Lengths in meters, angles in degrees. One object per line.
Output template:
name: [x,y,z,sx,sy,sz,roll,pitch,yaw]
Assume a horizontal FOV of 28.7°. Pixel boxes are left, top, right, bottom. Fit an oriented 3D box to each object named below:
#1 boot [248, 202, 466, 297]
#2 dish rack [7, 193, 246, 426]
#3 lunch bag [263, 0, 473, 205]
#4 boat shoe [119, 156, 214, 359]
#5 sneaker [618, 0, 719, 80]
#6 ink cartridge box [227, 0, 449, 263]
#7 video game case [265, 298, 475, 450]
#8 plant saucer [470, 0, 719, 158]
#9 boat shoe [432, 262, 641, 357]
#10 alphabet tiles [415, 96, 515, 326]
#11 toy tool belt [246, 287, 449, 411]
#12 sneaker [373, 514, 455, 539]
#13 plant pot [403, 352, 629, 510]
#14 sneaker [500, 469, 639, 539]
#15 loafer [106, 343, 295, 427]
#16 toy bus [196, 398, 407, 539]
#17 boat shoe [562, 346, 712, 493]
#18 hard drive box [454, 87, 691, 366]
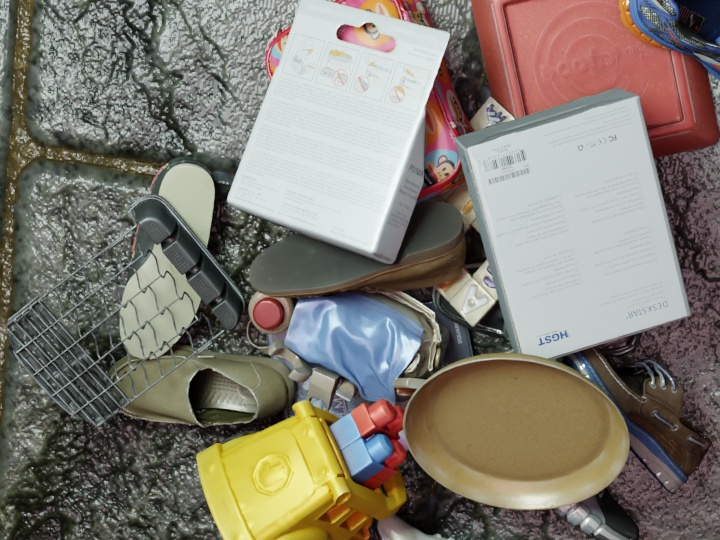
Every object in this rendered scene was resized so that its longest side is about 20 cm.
boot: [0.000,0.000,1.279,0.199,0.074,0.076,-12,143,4]
dish rack: [-0.224,0.045,1.331,0.200,0.055,0.154,-37,108,4]
lunch bag: [0.000,-0.147,1.304,0.175,0.082,0.201,-24,87,23]
boat shoe: [-0.187,-0.012,1.379,0.073,0.063,0.203,13,103,-14]
sneaker: [0.324,-0.204,1.227,0.199,0.078,0.076,15,92,-13]
ink cartridge box: [-0.012,-0.125,1.247,0.162,0.057,0.201,20,85,27]
video game case: [0.017,0.110,1.386,0.199,0.019,0.144,-10,98,10]
plant saucer: [0.213,-0.191,1.290,0.198,0.037,0.201,-12,97,11]
boat shoe: [0.165,0.037,1.318,0.199,0.068,0.072,14,98,5]
alphabet tiles: [0.091,-0.077,1.313,0.200,0.008,0.167,46,106,18]
toy tool belt: [-0.020,0.065,1.312,0.199,0.123,0.126,17,102,6]
sneaker: [0.105,0.289,1.386,0.200,0.070,0.093,42,86,2]
plant pot: [0.137,0.139,1.247,0.199,0.028,0.201,6,133,7]
sneaker: [0.206,0.171,1.338,0.199,0.075,0.116,35,92,-6]
loafer: [-0.166,0.114,1.386,0.199,0.067,0.077,-3,99,17]
toy bus: [-0.025,0.197,1.309,0.192,0.200,0.136,-35,60,11]
boat shoe: [0.257,0.121,1.300,0.072,0.072,0.200,-43,125,0]
hard drive box: [0.183,-0.038,1.223,0.155,0.077,0.201,-16,103,-1]
